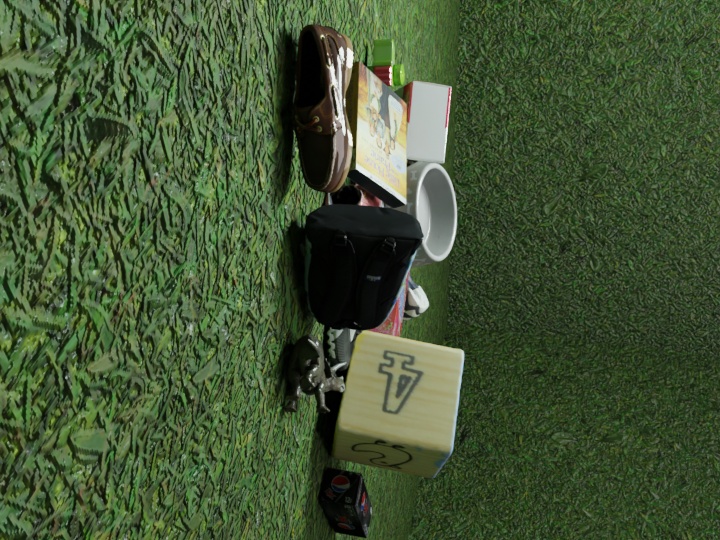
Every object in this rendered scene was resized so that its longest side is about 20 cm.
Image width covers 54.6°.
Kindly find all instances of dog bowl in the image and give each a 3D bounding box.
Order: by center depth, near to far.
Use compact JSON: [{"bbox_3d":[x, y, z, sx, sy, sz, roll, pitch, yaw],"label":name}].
[{"bbox_3d":[0.115,-0.103,1.256,0.200,0.059,0.200,0,90,-60],"label":"dog bowl"}]

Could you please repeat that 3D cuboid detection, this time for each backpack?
[{"bbox_3d":[-0.007,0.000,1.003,0.154,0.163,0.200,-93,-172,-58],"label":"backpack"}]

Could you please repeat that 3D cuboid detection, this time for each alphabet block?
[{"bbox_3d":[0.065,0.245,1.268,0.195,0.200,0.197,98,4,-59],"label":"alphabet block"}]

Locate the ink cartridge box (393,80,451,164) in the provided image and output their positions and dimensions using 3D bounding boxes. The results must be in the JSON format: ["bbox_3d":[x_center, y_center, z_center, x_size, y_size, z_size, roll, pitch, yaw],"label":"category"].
[{"bbox_3d":[0.103,-0.281,1.380,0.200,0.084,0.145,-159,-106,-76],"label":"ink cartridge box"}]

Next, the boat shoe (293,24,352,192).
[{"bbox_3d":[-0.054,-0.197,0.859,0.070,0.070,0.200,-11,103,-60],"label":"boat shoe"}]

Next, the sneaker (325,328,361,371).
[{"bbox_3d":[-0.006,0.073,1.183,0.066,0.090,0.200,13,83,-78],"label":"sneaker"}]

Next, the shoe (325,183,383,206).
[{"bbox_3d":[-0.007,-0.110,1.135,0.200,0.071,0.091,-67,163,-47],"label":"shoe"}]

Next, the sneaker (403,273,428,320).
[{"bbox_3d":[0.049,0.029,1.501,0.199,0.130,0.079,60,27,13],"label":"sneaker"}]

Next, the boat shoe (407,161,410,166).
[{"bbox_3d":[0.035,-0.190,1.255,0.200,0.070,0.070,41,62,-50],"label":"boat shoe"}]

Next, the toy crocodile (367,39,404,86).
[{"bbox_3d":[0.041,-0.319,1.277,0.062,0.067,0.200,-48,143,-72],"label":"toy crocodile"}]

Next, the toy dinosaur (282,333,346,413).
[{"bbox_3d":[-0.075,0.136,0.974,0.200,0.077,0.102,72,14,-52],"label":"toy dinosaur"}]

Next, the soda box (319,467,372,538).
[{"bbox_3d":[-0.025,0.443,1.323,0.200,0.071,0.063,80,20,-52],"label":"soda box"}]

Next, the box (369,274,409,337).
[{"bbox_3d":[0.036,0.060,1.370,0.100,0.095,0.200,63,34,-68],"label":"box"}]

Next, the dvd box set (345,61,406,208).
[{"bbox_3d":[0.026,-0.219,1.139,0.146,0.029,0.200,29,56,-48],"label":"dvd box set"}]
